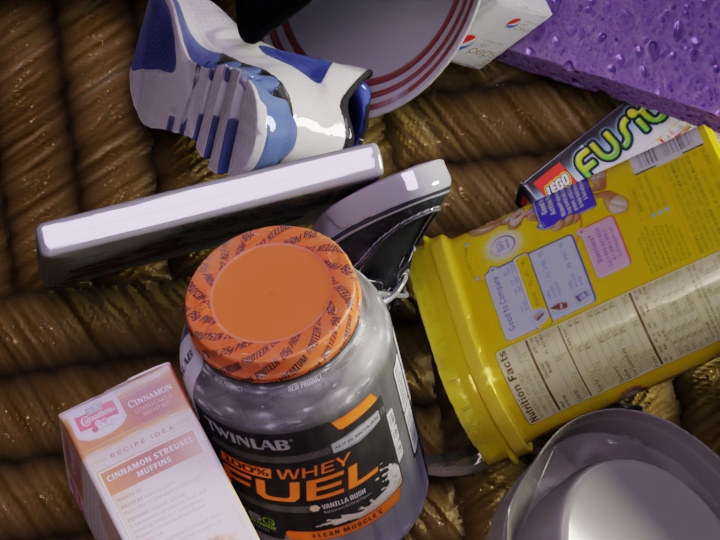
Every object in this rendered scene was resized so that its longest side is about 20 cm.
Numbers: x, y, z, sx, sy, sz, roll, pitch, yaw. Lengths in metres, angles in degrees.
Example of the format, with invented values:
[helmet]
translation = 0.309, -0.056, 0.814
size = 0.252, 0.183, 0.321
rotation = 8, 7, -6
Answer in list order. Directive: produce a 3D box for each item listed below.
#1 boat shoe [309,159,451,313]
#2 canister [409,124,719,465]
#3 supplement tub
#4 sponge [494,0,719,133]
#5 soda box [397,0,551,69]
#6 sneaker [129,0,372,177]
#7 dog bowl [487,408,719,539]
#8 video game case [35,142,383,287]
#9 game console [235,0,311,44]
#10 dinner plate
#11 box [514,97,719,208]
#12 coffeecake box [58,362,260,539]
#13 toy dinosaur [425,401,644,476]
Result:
[boat shoe]
translation = 0.000, 0.000, 1.566
size = 0.072, 0.200, 0.068
rotation = -18, 77, -40
[canister]
translation = 0.141, 0.012, 1.570
size = 0.200, 0.087, 0.149
rotation = -25, 45, 9
[supplement tub]
translation = -0.033, 0.074, 1.517
size = 0.122, 0.200, 0.123
rotation = -6, 50, 8
[sponge]
translation = 0.192, -0.154, 1.676
size = 0.200, 0.030, 0.112
rotation = 21, 68, 27
[soda box]
translation = 0.046, -0.231, 1.693
size = 0.068, 0.064, 0.200
rotation = -35, 65, 30
[sneaker]
translation = -0.060, -0.105, 1.636
size = 0.115, 0.081, 0.199
rotation = 7, 22, -31
[dog bowl]
translation = 0.156, 0.181, 1.513
size = 0.200, 0.059, 0.201
rotation = 20, 52, -28
[video game case]
translation = -0.093, -0.030, 1.574
size = 0.199, 0.182, 0.024
rotation = -14, 86, -8
[game console]
translation = 0.013, -0.244, 1.614
size = 0.175, 0.116, 0.200
rotation = 1, 57, -10
[dinner plate]
translation = 0.005, -0.191, 1.665
size = 0.200, 0.024, 0.201
rotation = -6, 81, 37
[box]
translation = 0.208, -0.069, 1.679
size = 0.200, 0.035, 0.110
rotation = -38, 76, -14
[coffeecake box]
translation = -0.096, 0.174, 1.514
size = 0.073, 0.154, 0.200
rotation = -25, 74, -12
[toy dinosaur]
translation = 0.126, 0.100, 1.613
size = 0.200, 0.047, 0.088
rotation = -31, 73, -7
